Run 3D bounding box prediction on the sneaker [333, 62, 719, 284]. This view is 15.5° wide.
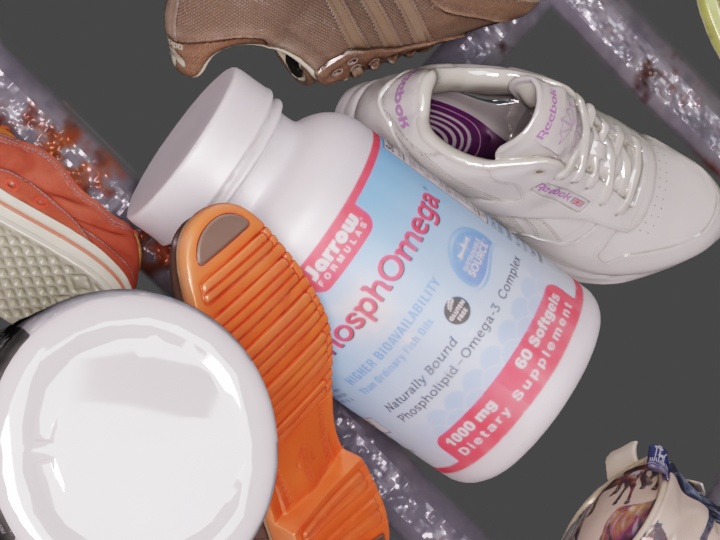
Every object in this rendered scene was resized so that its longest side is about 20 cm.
[{"bbox_3d":[0.090,-0.046,1.233,0.200,0.100,0.075,14,73,-21],"label":"sneaker"}]

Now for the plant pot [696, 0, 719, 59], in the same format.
[{"bbox_3d":[0.292,-0.168,1.289,0.200,0.184,0.200,4,79,-21],"label":"plant pot"}]

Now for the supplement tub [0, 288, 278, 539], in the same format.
[{"bbox_3d":[-0.120,0.079,1.073,0.122,0.200,0.123,3,81,-21],"label":"supplement tub"}]

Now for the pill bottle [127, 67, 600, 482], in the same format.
[{"bbox_3d":[0.000,0.000,1.183,0.200,0.109,0.109,35,70,-13],"label":"pill bottle"}]

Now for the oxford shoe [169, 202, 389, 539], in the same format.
[{"bbox_3d":[-0.052,0.059,1.135,0.071,0.073,0.200,-39,125,-36],"label":"oxford shoe"}]

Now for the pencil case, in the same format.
[{"bbox_3d":[0.189,0.163,1.250,0.200,0.078,0.089,35,55,-14],"label":"pencil case"}]

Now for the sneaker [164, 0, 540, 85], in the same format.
[{"bbox_3d":[-0.006,-0.124,1.234,0.200,0.070,0.076,2,120,-34],"label":"sneaker"}]

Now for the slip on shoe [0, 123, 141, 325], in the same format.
[{"bbox_3d":[-0.179,-0.042,1.149,0.200,0.074,0.061,35,36,-7],"label":"slip on shoe"}]
